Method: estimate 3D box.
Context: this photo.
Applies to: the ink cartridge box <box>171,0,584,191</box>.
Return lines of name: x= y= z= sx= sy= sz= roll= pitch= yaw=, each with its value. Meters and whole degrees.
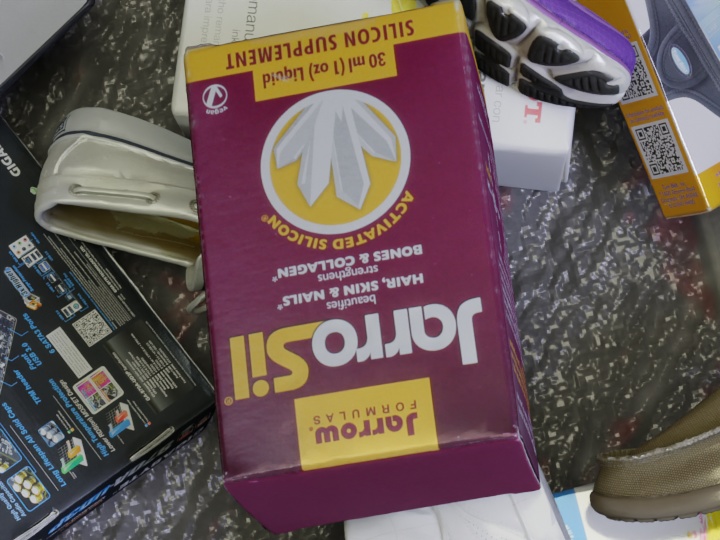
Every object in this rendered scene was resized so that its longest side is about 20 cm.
ink cartridge box: x=0.015 y=-0.128 z=1.009 sx=0.198 sy=0.083 sz=0.147 roll=6 pitch=81 yaw=4

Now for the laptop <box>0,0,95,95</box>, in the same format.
laptop: x=-0.273 y=-0.141 z=0.980 sx=0.200 sy=0.116 sz=0.187 roll=-44 pitch=58 yaw=-5

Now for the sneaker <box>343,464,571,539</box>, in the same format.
sneaker: x=0.058 y=0.185 z=0.897 sx=0.115 sy=0.074 sz=0.201 roll=-22 pitch=69 yaw=4

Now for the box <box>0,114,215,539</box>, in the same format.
box: x=-0.190 y=0.036 z=0.984 sx=0.158 sy=0.046 sz=0.200 roll=-35 pitch=80 yaw=-26

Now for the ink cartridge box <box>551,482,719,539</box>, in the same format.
ink cartridge box: x=0.173 y=0.147 z=0.961 sx=0.198 sy=0.067 sz=0.117 roll=-15 pitch=79 yaw=1

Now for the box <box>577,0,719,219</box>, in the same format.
box: x=0.163 y=-0.141 z=0.975 sx=0.118 sy=0.041 sz=0.202 roll=-28 pitch=101 yaw=-28

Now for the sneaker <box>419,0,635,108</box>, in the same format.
sneaker: x=0.057 y=-0.158 z=0.932 sx=0.200 sy=0.081 sz=0.083 roll=44 pitch=79 yaw=9

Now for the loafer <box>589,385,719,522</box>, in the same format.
loafer: x=0.191 y=0.059 z=0.890 sx=0.198 sy=0.076 sz=0.068 roll=-21 pitch=82 yaw=14

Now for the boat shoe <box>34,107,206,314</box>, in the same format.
boat shoe: x=-0.065 y=-0.010 z=0.978 sx=0.200 sy=0.075 sz=0.087 roll=20 pitch=57 yaw=-4

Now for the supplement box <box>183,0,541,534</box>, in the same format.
supplement box: x=0.000 y=0.000 z=0.880 sx=0.130 sy=0.103 sz=0.202 roll=-10 pitch=70 yaw=6
